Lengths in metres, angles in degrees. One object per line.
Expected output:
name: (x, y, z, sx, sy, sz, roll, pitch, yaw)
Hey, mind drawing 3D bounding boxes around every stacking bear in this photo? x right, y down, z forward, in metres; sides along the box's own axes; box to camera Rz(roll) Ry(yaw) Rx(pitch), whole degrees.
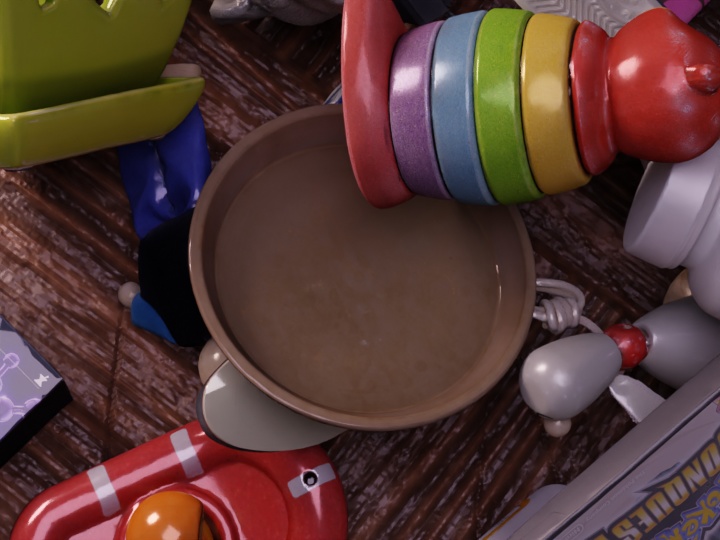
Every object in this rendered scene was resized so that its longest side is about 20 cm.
stacking bear: (0.100, -0.093, 1.339, 0.199, 0.121, 0.114, -3, 65, 17)

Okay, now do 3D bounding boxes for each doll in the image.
doll: (-0.099, -0.020, 1.473, 0.048, 0.136, 0.201, 0, 68, -45)

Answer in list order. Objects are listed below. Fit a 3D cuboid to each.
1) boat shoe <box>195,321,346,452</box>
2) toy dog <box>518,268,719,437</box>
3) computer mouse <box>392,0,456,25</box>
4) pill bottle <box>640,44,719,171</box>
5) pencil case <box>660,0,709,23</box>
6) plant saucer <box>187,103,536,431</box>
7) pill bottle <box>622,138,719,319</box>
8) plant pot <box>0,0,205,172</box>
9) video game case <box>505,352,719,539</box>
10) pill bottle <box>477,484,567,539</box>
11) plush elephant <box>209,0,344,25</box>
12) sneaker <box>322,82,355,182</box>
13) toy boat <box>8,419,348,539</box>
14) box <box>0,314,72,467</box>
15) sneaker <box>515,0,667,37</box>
boat shoe: (-0.018, 0.051, 1.442, 0.200, 0.062, 0.071, -26, 103, -33)
toy dog: (0.175, 0.065, 1.455, 0.199, 0.132, 0.097, -5, 114, -15)
computer mouse: (0.057, -0.146, 1.420, 0.200, 0.034, 0.059, 39, 68, -21)
pill bottle: (0.269, -0.100, 1.496, 0.200, 0.112, 0.113, -27, 81, -7)
pencil case: (0.149, -0.158, 1.519, 0.200, 0.094, 0.091, -39, 127, -9)
plant saucer: (0.000, 0.000, 1.400, 0.199, 0.029, 0.201, 6, 64, -12)
pill bottle: (0.252, -0.010, 1.389, 0.199, 0.112, 0.113, 23, 78, -3)
plant pot: (-0.209, -0.156, 1.413, 0.198, 0.200, 0.182, 2, 102, 34)
video game case: (0.198, 0.145, 1.373, 0.200, 0.025, 0.181, -40, 124, -6)
pill bottle: (0.107, 0.194, 1.429, 0.200, 0.111, 0.111, -39, 82, -9)
plush elephant: (-0.028, -0.216, 1.483, 0.155, 0.164, 0.200, -41, 107, -34)
sneaker: (-0.026, -0.036, 1.484, 0.075, 0.088, 0.201, 21, 80, 0)
toy boat: (-0.103, 0.155, 1.419, 0.199, 0.131, 0.131, -25, 81, -7)
box: (-0.289, 0.048, 1.464, 0.200, 0.079, 0.141, 44, 78, 7)
sneaker: (0.121, -0.162, 1.416, 0.075, 0.085, 0.200, -38, 110, -2)
